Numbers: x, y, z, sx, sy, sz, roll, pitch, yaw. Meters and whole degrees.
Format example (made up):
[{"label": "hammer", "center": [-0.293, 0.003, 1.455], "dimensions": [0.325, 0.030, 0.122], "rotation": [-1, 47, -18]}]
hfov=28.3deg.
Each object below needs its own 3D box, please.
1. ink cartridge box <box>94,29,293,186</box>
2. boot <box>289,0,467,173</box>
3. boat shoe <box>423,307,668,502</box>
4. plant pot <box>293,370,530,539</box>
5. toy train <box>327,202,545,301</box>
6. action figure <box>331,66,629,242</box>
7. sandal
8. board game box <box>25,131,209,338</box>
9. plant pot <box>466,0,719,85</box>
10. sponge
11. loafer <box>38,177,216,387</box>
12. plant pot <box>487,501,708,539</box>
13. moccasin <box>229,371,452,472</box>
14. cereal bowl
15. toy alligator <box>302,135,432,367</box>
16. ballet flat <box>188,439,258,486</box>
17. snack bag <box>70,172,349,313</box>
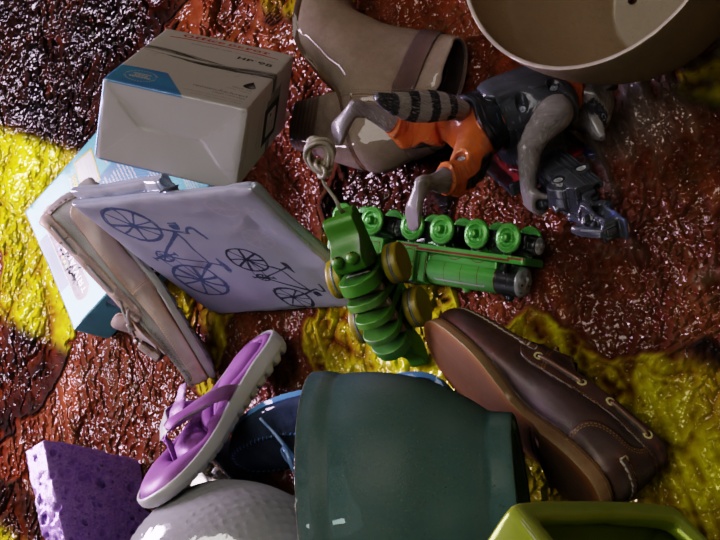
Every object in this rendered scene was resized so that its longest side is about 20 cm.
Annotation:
[{"label": "ink cartridge box", "center": [-0.124, -0.139, 1.144], "dimensions": [0.114, 0.200, 0.067], "rotation": [12, 115, 5]}, {"label": "boot", "center": [0.017, -0.174, 1.155], "dimensions": [0.145, 0.070, 0.203], "rotation": [-2, 76, 31]}, {"label": "boat shoe", "center": [0.126, 0.088, 0.990], "dimensions": [0.070, 0.071, 0.200], "rotation": [-32, 53, -19]}, {"label": "plant pot", "center": [0.044, 0.159, 0.933], "dimensions": [0.132, 0.200, 0.203], "rotation": [-7, 70, 9]}, {"label": "toy train", "center": [0.053, -0.016, 1.090], "dimensions": [0.198, 0.042, 0.057], "rotation": [10, 92, 39]}, {"label": "action figure", "center": [0.104, -0.091, 0.986], "dimensions": [0.200, 0.192, 0.106], "rotation": [40, 142, 51]}, {"label": "sandal", "center": [-0.127, 0.108, 1.115], "dimensions": [0.082, 0.050, 0.203], "rotation": [-34, 13, 38]}, {"label": "board game box", "center": [-0.208, -0.062, 1.303], "dimensions": [0.200, 0.047, 0.152], "rotation": [-44, 55, 20]}, {"label": "plant pot", "center": [0.188, -0.212, 0.981], "dimensions": [0.199, 0.134, 0.203], "rotation": [-12, 70, 35]}, {"label": "sponge", "center": [-0.209, 0.241, 1.171], "dimensions": [0.030, 0.111, 0.202], "rotation": [-32, 59, 25]}, {"label": "loafer", "center": [-0.198, 0.019, 1.211], "dimensions": [0.063, 0.072, 0.201], "rotation": [-33, 88, -7]}, {"label": "plant pot", "center": [0.148, 0.268, 0.834], "dimensions": [0.182, 0.199, 0.199], "rotation": [-54, 52, 19]}, {"label": "moccasin", "center": [-0.022, 0.128, 1.075], "dimensions": [0.199, 0.080, 0.069], "rotation": [-20, 54, 33]}, {"label": "cereal bowl", "center": [-0.096, 0.259, 1.035], "dimensions": [0.198, 0.083, 0.203], "rotation": [6, 107, 18]}, {"label": "toy alligator", "center": [0.000, 0.000, 1.036], "dimensions": [0.059, 0.201, 0.054], "rotation": [-16, 26, 23]}, {"label": "ballet flat", "center": [-0.097, 0.221, 1.117], "dimensions": [0.073, 0.073, 0.201], "rotation": [-37, 57, 24]}, {"label": "snack bag", "center": [-0.103, -0.020, 1.120], "dimensions": [0.198, 0.188, 0.022], "rotation": [-3, 58, 38]}]
